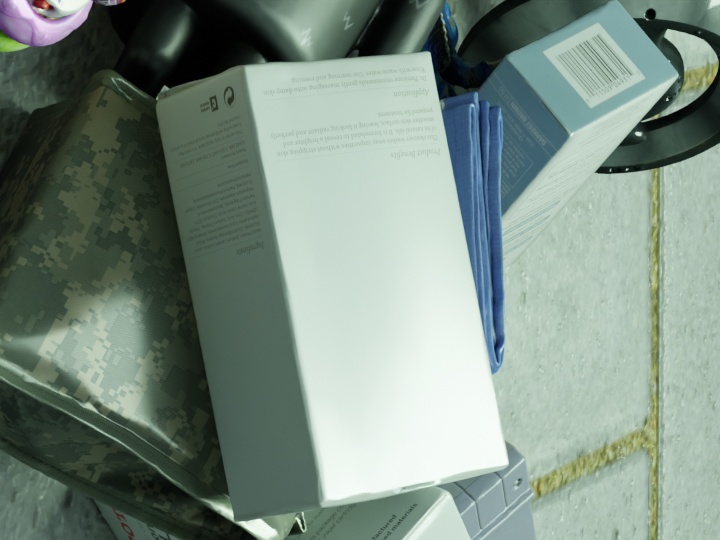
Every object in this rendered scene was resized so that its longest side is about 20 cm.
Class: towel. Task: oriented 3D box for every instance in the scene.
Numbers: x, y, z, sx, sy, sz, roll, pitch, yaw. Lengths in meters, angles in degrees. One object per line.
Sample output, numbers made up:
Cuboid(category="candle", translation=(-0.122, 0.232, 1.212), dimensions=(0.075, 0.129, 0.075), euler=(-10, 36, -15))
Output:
Cuboid(category="towel", translation=(0.000, 0.000, 1.349), dimensions=(0.024, 0.200, 0.145), euler=(11, 71, -41))

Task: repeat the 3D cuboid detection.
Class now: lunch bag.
Cuboid(category="lunch bag", translation=(-0.092, 0.028, 1.258), dimensions=(0.200, 0.118, 0.164), euler=(32, 66, -20))

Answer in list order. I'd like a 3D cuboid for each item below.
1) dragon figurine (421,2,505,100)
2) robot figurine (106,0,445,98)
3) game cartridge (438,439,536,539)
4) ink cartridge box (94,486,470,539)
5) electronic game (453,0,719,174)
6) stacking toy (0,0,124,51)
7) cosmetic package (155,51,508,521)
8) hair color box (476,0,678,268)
Cuboid(category="dragon figurine", translation=(0.042, -0.113, 1.461), dimensions=(0.059, 0.200, 0.099), euler=(-40, 96, -15))
Cuboid(category="robot figurine", translation=(-0.049, -0.155, 1.321), dimensions=(0.200, 0.125, 0.150), euler=(-59, 134, -25))
Cuboid(category="game cartridge", translation=(0.054, 0.198, 1.558), dimensions=(0.130, 0.038, 0.200), euler=(-43, 148, -22))
Cuboid(category="ink cartridge box", translation=(-0.030, 0.155, 1.351), dimensions=(0.083, 0.200, 0.145), euler=(-47, 133, -25))
Cuboid(category="electronic game", translation=(0.155, -0.119, 1.589), dimensions=(0.200, 0.200, 0.042), euler=(44, 36, -50))
Cuboid(category="stacking toy", translation=(-0.150, -0.132, 1.119), dimensions=(0.116, 0.200, 0.110), euler=(50, 55, -49))
Cuboid(category="cosmetic package", translation=(-0.013, 0.007, 1.200), dimensions=(0.113, 0.081, 0.200), euler=(-6, 86, -36))
Cuboid(category="hair color box", translation=(0.084, -0.059, 1.488), dimensions=(0.099, 0.200, 0.061), euler=(-29, 75, -40))
